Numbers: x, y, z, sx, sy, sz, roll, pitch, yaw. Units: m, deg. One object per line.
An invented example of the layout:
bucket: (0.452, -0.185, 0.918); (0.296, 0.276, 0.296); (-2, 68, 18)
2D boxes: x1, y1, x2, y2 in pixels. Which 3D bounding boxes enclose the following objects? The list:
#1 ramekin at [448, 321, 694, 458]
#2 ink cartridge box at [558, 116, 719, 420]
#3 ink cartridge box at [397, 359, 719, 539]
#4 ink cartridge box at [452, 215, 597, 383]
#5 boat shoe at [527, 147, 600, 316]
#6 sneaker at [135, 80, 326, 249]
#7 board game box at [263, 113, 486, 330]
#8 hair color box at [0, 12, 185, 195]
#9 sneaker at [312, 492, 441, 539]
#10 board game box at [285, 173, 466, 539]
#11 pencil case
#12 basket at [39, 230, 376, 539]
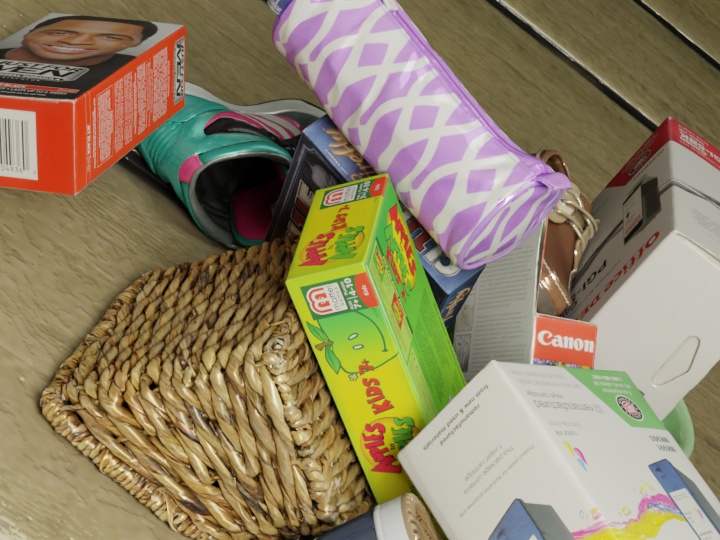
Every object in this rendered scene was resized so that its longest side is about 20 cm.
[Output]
ramekin: (0.133, 0.091, 1.354); (0.199, 0.098, 0.200); (34, 25, -18)
ink cartridge box: (0.198, 0.003, 1.295); (0.083, 0.147, 0.200); (35, 24, -10)
ink cartridge box: (0.133, 0.151, 1.002); (0.145, 0.088, 0.201); (9, 42, -51)
ink cartridge box: (0.101, 0.067, 1.196); (0.050, 0.202, 0.109); (10, -8, -24)
boat shoe: (0.125, -0.034, 1.307); (0.076, 0.071, 0.200); (59, 11, -27)
sneaker: (-0.064, -0.069, 1.331); (0.199, 0.084, 0.121); (6, 37, -42)
board game box: (0.000, 0.000, 1.207); (0.035, 0.200, 0.136); (-36, 76, -25)
hair color box: (-0.187, -0.109, 1.187); (0.101, 0.062, 0.200); (6, 21, 11)
sneaker: (0.014, 0.213, 1.023); (0.070, 0.108, 0.201); (-99, 166, -59)
board game box: (0.020, 0.059, 1.081); (0.102, 0.047, 0.201); (-75, 148, -58)
pencil case: (0.033, -0.095, 1.102); (0.200, 0.086, 0.084); (51, 27, 15)
basket: (-0.072, 0.081, 1.103); (0.200, 0.148, 0.144); (-65, 139, -65)
